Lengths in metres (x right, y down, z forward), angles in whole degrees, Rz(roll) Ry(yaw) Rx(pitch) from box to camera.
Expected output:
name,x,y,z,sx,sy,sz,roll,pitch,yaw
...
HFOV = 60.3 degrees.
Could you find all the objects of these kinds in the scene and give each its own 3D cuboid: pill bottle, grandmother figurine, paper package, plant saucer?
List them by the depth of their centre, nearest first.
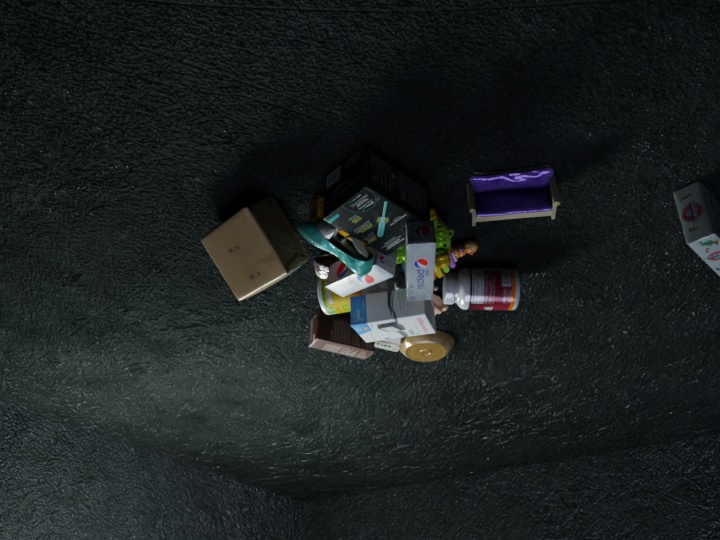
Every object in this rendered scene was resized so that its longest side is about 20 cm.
name,x,y,z,sx,sy,sz,roll,pitch,yaw
paper package,-0.255,-0.051,1.492,0.199,0.103,0.192,-28,96,37
pill bottle,0.326,0.050,1.688,0.196,0.114,0.114,1,147,2
pill bottle,-0.010,0.053,1.706,0.197,0.113,0.111,-10,145,17
grandmother figurine,0.170,0.069,1.775,0.199,0.061,0.121,26,130,-36
plant saucer,0.218,0.260,2.077,0.197,0.036,0.201,1,147,1

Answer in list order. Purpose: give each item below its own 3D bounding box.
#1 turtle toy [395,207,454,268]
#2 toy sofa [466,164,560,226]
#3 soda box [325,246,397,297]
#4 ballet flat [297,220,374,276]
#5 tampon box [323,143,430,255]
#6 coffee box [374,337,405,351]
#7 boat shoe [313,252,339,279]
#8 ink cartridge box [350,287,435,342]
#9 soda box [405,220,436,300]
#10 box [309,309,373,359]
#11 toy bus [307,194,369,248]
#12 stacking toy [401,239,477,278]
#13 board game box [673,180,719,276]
name,x,y,z,sx,sy,sz,roll,pitch,yaw
turtle toy,0.139,-0.066,1.518,0.197,0.148,0.101,-17,-178,26
toy sofa,0.340,-0.167,1.390,0.196,0.084,0.098,-4,147,9
soda box,0.000,0.000,1.528,0.063,0.069,0.199,31,145,-30
ballet flat,-0.049,-0.068,1.416,0.199,0.068,0.071,36,125,-2
tampon box,0.037,-0.153,1.382,0.199,0.128,0.149,27,137,-34
coffee box,0.097,0.154,1.806,0.078,0.116,0.200,13,160,1
boat shoe,-0.031,-0.017,1.642,0.197,0.073,0.065,-1,152,15
ink cartridge box,0.087,0.116,1.620,0.197,0.085,0.145,-10,153,15
soda box,0.133,-0.019,1.391,0.062,0.069,0.202,-2,140,2
box,-0.058,0.204,1.947,0.197,0.101,0.075,17,144,-22
toy bus,-0.027,-0.108,1.494,0.197,0.079,0.065,18,149,-23
stacking toy,0.209,-0.029,1.601,0.197,0.117,0.110,-22,144,13
board game box,0.807,-0.091,1.425,0.199,0.150,0.064,29,141,-34
